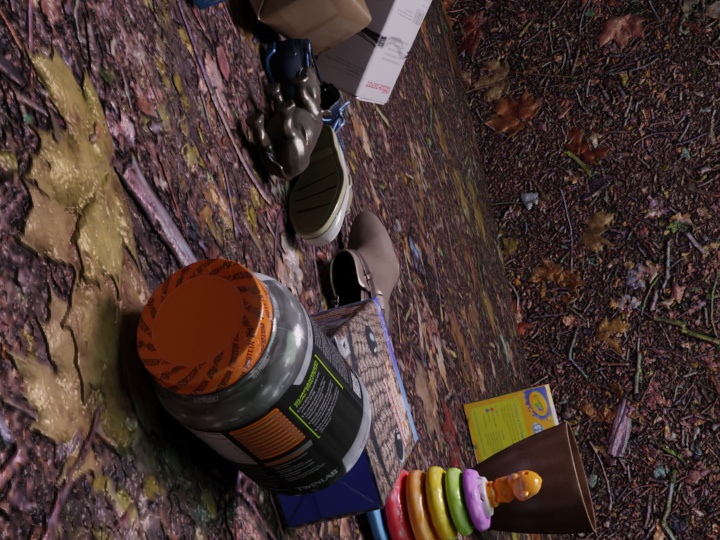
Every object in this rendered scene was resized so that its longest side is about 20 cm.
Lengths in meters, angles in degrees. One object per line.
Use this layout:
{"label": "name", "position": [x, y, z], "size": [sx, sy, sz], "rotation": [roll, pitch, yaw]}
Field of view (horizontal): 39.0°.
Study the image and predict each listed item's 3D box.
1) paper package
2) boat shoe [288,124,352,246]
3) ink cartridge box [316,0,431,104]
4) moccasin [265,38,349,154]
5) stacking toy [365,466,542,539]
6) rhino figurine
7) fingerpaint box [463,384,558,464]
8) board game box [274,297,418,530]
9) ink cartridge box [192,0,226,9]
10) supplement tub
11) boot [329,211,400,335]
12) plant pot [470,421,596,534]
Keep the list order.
{"label": "paper package", "position": [-0.085, -0.382, 1.240], "size": [0.192, 0.103, 0.200], "rotation": [66, 13, 5]}
{"label": "boat shoe", "position": [-0.039, -0.092, 1.211], "size": [0.201, 0.074, 0.069], "rotation": [-88, 156, -48]}
{"label": "ink cartridge box", "position": [0.023, -0.354, 1.483], "size": [0.201, 0.084, 0.144], "rotation": [-66, 164, 12]}
{"label": "moccasin", "position": [-0.054, -0.206, 1.286], "size": [0.200, 0.068, 0.081], "rotation": [58, 21, -51]}
{"label": "stacking toy", "position": [0.110, 0.262, 1.156], "size": [0.116, 0.199, 0.110], "rotation": [-65, 138, -71]}
{"label": "rhino figurine", "position": [-0.074, -0.174, 1.158], "size": [0.200, 0.059, 0.088], "rotation": [-70, 150, -55]}
{"label": "fingerpaint box", "position": [0.303, 0.334, 1.949], "size": [0.073, 0.166, 0.201], "rotation": [14, 61, -75]}
{"label": "board game box", "position": [-0.025, 0.128, 0.975], "size": [0.200, 0.096, 0.161], "rotation": [-37, 112, -75]}
{"label": "ink cartridge box", "position": [-0.140, -0.378, 0.956], "size": [0.200, 0.146, 0.146], "rotation": [45, 32, -64]}
{"label": "supplement tub", "position": [-0.076, 0.081, 0.761], "size": [0.200, 0.122, 0.123], "rotation": [57, 22, -53]}
{"label": "boot", "position": [0.000, 0.000, 1.287], "size": [0.146, 0.070, 0.201], "rotation": [38, 39, -65]}
{"label": "plant pot", "position": [0.281, 0.374, 1.739], "size": [0.187, 0.199, 0.188], "rotation": [-16, 90, -77]}
